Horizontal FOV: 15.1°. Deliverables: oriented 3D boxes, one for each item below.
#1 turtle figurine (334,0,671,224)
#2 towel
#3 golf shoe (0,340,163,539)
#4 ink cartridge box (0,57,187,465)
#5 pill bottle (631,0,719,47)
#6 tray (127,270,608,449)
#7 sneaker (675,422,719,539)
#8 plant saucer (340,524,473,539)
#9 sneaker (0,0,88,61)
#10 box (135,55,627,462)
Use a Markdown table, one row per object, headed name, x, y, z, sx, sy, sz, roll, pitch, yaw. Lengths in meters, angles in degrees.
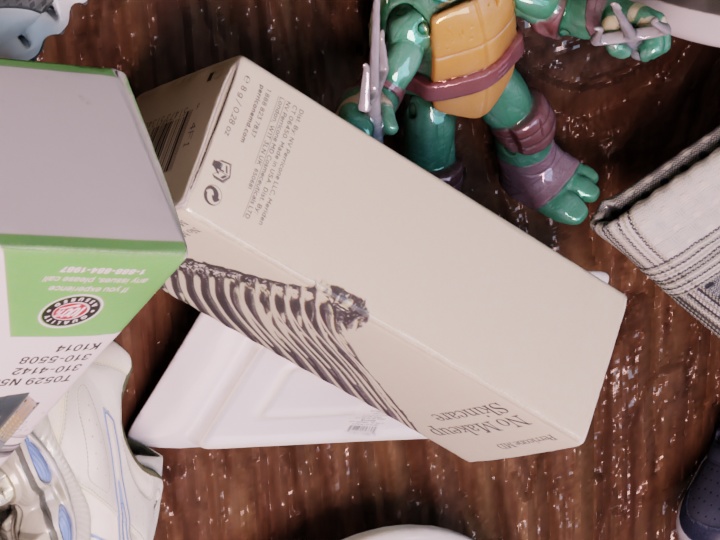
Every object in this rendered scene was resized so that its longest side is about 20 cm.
| name | x | y | z | sx | sy | sz | roll | pitch | yaw |
| --- | --- | --- | --- | --- | --- | --- | --- | --- | --- |
| turtle figurine | 0.048 | -0.082 | 1.092 | 0.150 | 0.101 | 0.200 | -21 | 142 | -9 |
| towel | 0.233 | -0.024 | 1.177 | 0.200 | 0.035 | 0.193 | -36 | 129 | 22 |
| golf shoe | -0.105 | 0.117 | 1.086 | 0.097 | 0.078 | 0.200 | -40 | 138 | -35 |
| ink cartridge box | -0.174 | 0.017 | 0.903 | 0.146 | 0.084 | 0.200 | 2 | 144 | -39 |
| pill bottle | 0.171 | -0.199 | 1.127 | 0.111 | 0.111 | 0.200 | -8 | 115 | -36 |
| tray | 0.008 | 0.042 | 1.137 | 0.200 | 0.022 | 0.107 | 0 | 139 | -36 |
| sneaker | 0.213 | 0.046 | 1.307 | 0.200 | 0.070 | 0.109 | -44 | 137 | -23 |
| plant saucer | -0.013 | 0.197 | 1.212 | 0.200 | 0.050 | 0.200 | -17 | 121 | -31 |
| sneaker | -0.170 | -0.096 | 0.930 | 0.200 | 0.066 | 0.091 | -36 | 131 | -18 |
| box | 0.000 | 0.000 | 1.038 | 0.200 | 0.082 | 0.068 | 30 | 65 | -26 |
